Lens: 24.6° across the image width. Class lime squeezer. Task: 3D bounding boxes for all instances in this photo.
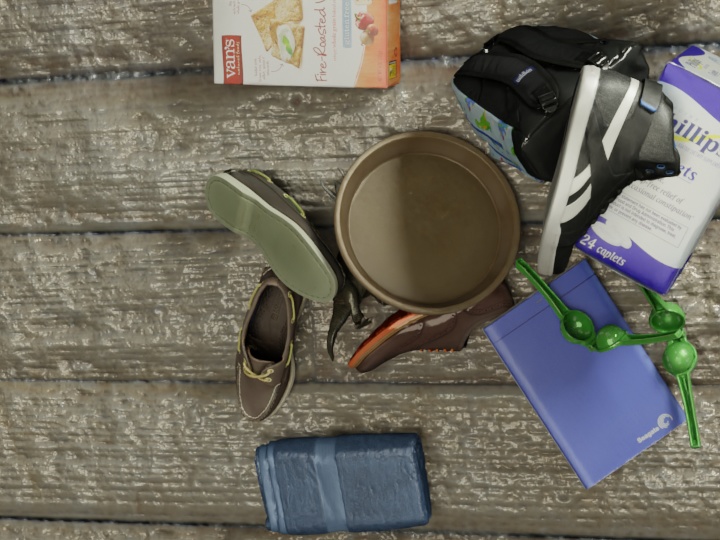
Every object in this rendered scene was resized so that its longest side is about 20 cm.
[{"bbox_3d":[0.323,0.078,1.697,0.037,0.071,0.202,-18,104,9],"label":"lime squeezer"},{"bbox_3d":[0.243,0.051,1.686,0.199,0.038,0.071,26,122,35],"label":"lime squeezer"}]

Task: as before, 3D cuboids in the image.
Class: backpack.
[{"bbox_3d":[0.175,-0.170,1.630,0.163,0.154,0.200,-42,45,-11],"label":"backpack"}]

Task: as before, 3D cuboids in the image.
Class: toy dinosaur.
[{"bbox_3d":[0.000,0.000,1.790,0.076,0.102,0.202,-5,119,-23],"label":"toy dinosaur"}]

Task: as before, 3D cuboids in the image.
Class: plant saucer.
[{"bbox_3d":[0.069,-0.048,1.726,0.197,0.030,0.203,2,73,-7],"label":"plant saucer"}]

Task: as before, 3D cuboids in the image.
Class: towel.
[{"bbox_3d":[-0.018,0.239,1.859,0.197,0.049,0.113,-5,101,19],"label":"towel"}]

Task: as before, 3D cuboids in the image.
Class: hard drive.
[{"bbox_3d":[0.236,0.109,1.740,0.131,0.025,0.201,-33,91,-1],"label":"hard drive"}]

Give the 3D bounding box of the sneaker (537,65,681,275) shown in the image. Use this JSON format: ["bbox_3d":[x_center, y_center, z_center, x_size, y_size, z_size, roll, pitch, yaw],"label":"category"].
[{"bbox_3d":[0.231,-0.077,1.503,0.110,0.073,0.202,13,113,3],"label":"sneaker"}]

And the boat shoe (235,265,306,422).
[{"bbox_3d":[-0.105,0.086,1.836,0.071,0.060,0.202,22,116,12],"label":"boat shoe"}]

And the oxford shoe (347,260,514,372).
[{"bbox_3d":[0.075,0.067,1.781,0.199,0.071,0.073,-32,96,21],"label":"oxford shoe"}]

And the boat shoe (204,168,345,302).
[{"bbox_3d":[-0.081,-0.044,1.780,0.201,0.060,0.072,42,130,23],"label":"boat shoe"}]

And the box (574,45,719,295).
[{"bbox_3d":[0.310,-0.101,1.607,0.104,0.184,0.202,29,109,10],"label":"box"}]

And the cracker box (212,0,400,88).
[{"bbox_3d":[-0.058,-0.265,1.754,0.197,0.058,0.136,3,102,17],"label":"cracker box"}]
